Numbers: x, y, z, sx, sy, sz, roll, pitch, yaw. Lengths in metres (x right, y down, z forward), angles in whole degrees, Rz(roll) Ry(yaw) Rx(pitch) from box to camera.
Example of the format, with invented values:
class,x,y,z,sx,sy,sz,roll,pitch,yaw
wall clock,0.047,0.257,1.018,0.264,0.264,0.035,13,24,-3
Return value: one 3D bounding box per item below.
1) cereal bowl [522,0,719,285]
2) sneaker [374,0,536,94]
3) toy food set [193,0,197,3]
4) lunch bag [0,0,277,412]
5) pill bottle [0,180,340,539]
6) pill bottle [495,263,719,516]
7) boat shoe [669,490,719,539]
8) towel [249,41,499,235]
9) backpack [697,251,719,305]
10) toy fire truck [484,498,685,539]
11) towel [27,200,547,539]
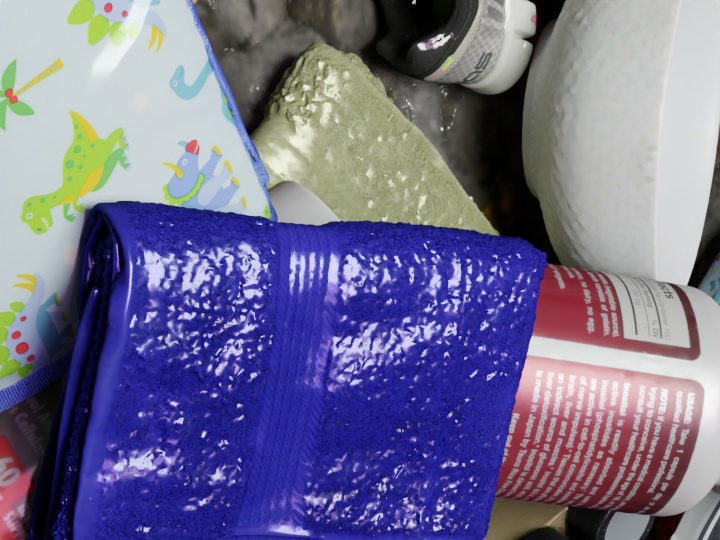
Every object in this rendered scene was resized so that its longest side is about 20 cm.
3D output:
class,x,y,z,sx,sy,sz,roll,pitch,yaw
cereal bowl,0.136,-0.081,0.859,0.200,0.083,0.201,7,90,-71
sneaker,0.039,-0.185,0.810,0.087,0.074,0.201,-13,106,-40
toy food set,-0.163,-0.159,0.684,0.198,0.049,0.200,-45,118,-24
lunch bag,-0.147,-0.047,0.608,0.199,0.128,0.171,-22,126,-1
pill bottle,-0.089,0.051,0.694,0.199,0.114,0.114,-33,112,-17
pill bottle,0.106,0.056,0.774,0.199,0.113,0.114,9,89,-11
boat shoe,0.220,0.127,0.833,0.072,0.068,0.201,23,99,-37
towel,0.000,0.000,0.822,0.200,0.036,0.149,47,69,-30
backpack,0.267,0.037,0.957,0.200,0.154,0.164,-37,117,-20
toy fire truck,0.142,0.170,0.903,0.176,0.128,0.201,-38,134,-21
towel,-0.022,0.053,0.633,0.199,0.050,0.149,3,110,-32
